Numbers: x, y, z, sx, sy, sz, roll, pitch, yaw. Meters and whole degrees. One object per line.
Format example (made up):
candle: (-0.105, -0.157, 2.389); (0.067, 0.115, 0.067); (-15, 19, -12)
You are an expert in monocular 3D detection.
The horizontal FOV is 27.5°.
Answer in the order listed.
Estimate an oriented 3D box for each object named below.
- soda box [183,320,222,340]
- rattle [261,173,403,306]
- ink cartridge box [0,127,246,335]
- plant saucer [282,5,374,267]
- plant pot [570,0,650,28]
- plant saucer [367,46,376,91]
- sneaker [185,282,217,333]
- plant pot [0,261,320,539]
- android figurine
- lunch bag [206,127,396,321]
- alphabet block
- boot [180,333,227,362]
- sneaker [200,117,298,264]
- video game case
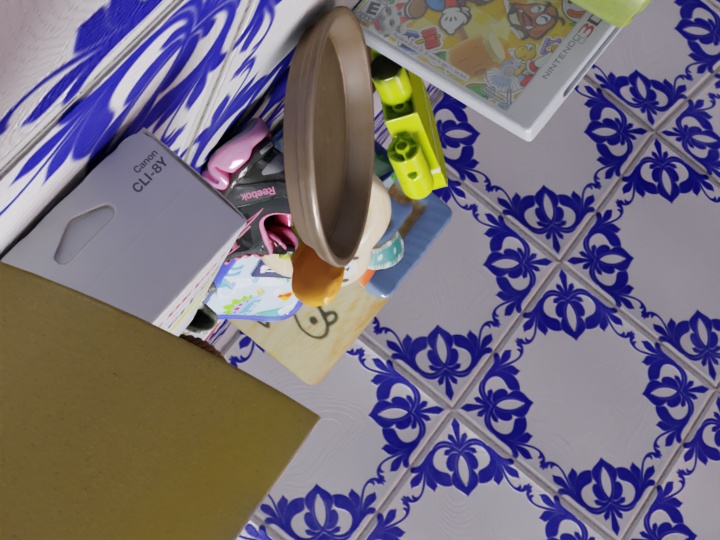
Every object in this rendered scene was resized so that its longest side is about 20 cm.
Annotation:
soda box: (-0.206, 0.078, 1.547); (0.200, 0.064, 0.068); (-50, 180, 2)
rattle: (0.000, 0.000, 1.290); (0.130, 0.143, 0.200); (-43, 142, -8)
ink cartridge box: (-0.156, 0.025, 0.863); (0.145, 0.083, 0.200); (-50, 179, -24)
plant saucer: (-0.023, -0.103, 1.135); (0.200, 0.029, 0.200); (2, 90, -76)
plant pot: (0.170, -0.292, 1.140); (0.200, 0.190, 0.200); (-51, 179, -2)
plant saucer: (0.037, -0.248, 1.555); (0.200, 0.034, 0.200); (-51, 179, -2)
sneaker: (-0.151, 0.026, 1.101); (0.077, 0.089, 0.200); (-51, 180, -18)
plant pot: (-0.166, 0.106, 0.544); (0.200, 0.176, 0.200); (-51, 180, 30)
android figurine: (0.041, -0.151, 1.373); (0.041, 0.182, 0.200); (-14, 148, 7)
lunch bag: (-0.074, -0.047, 1.403); (0.200, 0.127, 0.170); (-34, 163, -51)
alphabet block: (-0.043, -0.022, 1.743); (0.196, 0.195, 0.200); (-48, 176, -46)
boot: (-0.150, 0.108, 1.095); (0.200, 0.107, 0.075); (-1, -150, 48)
sneaker: (-0.100, -0.033, 1.203); (0.079, 0.095, 0.200); (-53, -178, -41)
video game case: (0.117, -0.226, 1.239); (0.182, 0.200, 0.023); (-51, 155, -10)
